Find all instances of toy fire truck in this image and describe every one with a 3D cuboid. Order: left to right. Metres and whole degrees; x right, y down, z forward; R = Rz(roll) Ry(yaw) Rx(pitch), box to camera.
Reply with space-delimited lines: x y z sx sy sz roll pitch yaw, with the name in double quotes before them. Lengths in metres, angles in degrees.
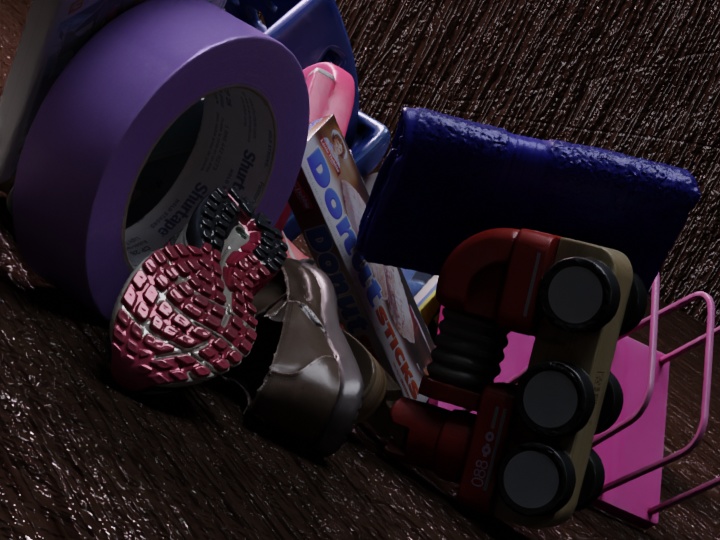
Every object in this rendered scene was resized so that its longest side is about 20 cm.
"toy fire truck" 0.066 0.054 1.642 0.199 0.177 0.129 14 3 19

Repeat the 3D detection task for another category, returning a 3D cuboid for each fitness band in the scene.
"fitness band" -0.062 -0.063 1.832 0.037 0.144 0.201 30 50 -17

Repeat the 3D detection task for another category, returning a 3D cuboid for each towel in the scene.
"towel" 0.104 -0.030 1.669 0.199 0.050 0.148 11 -34 -6

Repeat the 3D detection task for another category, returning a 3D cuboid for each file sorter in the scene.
"file sorter" 0.168 0.068 1.823 0.199 0.140 0.125 25 -35 -26

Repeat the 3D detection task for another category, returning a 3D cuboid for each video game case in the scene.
"video game case" -0.143 -0.152 1.604 0.023 0.182 0.200 47 -34 11

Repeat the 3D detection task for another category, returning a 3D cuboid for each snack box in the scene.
"snack box" 0.000 0.000 1.745 0.201 0.024 0.072 66 29 -15

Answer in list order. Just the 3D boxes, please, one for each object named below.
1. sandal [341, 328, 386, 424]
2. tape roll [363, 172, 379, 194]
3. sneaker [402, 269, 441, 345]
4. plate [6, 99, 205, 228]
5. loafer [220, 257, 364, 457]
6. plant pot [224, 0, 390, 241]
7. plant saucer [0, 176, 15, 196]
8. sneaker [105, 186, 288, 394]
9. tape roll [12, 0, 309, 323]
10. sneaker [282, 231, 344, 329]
"sandal" -0.048 0.045 1.708 0.212 0.078 0.070 41 -6 40
"tape roll" 0.079 -0.008 2.057 0.202 0.037 0.203 28 -17 9
"sneaker" 0.064 -0.024 1.918 0.082 0.200 0.074 28 -26 33
"plate" -0.140 -0.064 1.753 0.200 0.199 0.026 12 55 -67
"loafer" -0.053 0.039 1.583 0.071 0.073 0.200 21 14 -23
"plant pot" -0.108 -0.122 2.045 0.200 0.200 0.180 32 -20 51
"plant saucer" -0.166 -0.080 1.819 0.199 0.030 0.200 -10 -15 -3
"sneaker" -0.100 0.025 1.514 0.081 0.075 0.200 43 26 -3
"tape roll" -0.120 -0.065 1.604 0.065 0.201 0.200 30 7 29
"sneaker" -0.048 0.025 1.880 0.200 0.074 0.087 29 -19 49
